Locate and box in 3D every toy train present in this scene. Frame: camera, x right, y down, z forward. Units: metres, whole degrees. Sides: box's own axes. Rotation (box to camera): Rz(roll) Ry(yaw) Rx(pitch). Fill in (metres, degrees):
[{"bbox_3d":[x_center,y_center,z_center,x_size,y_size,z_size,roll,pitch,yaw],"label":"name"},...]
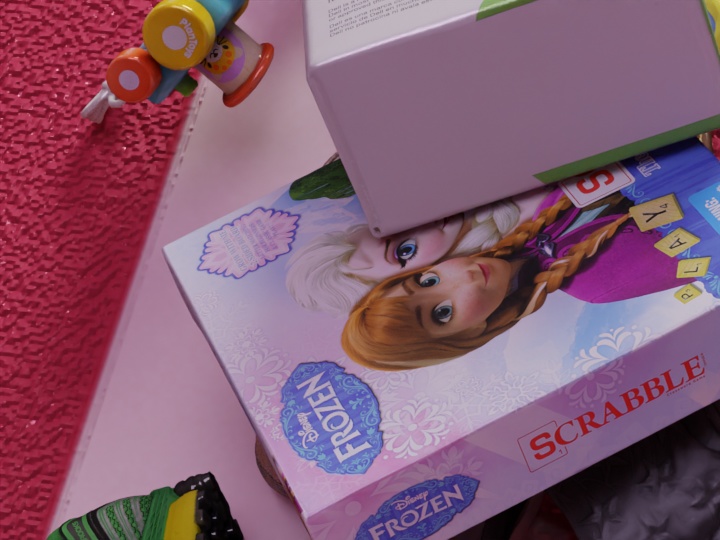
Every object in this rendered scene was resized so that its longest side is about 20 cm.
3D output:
[{"bbox_3d":[-0.041,-0.135,1.196,0.056,0.150,0.200,39,78,-4],"label":"toy train"}]

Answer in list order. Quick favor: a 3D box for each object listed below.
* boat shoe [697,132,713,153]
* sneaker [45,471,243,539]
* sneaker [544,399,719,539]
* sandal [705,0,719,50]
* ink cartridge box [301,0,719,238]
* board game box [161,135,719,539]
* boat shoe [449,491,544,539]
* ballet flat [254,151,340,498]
[{"bbox_3d":[0.137,0.014,1.073,0.067,0.072,0.200,1,64,8],"label":"boat shoe"},{"bbox_3d":[-0.085,0.175,1.024,0.085,0.078,0.200,-15,46,12],"label":"sneaker"},{"bbox_3d":[0.127,0.111,0.986,0.104,0.060,0.200,-26,84,4],"label":"sneaker"},{"bbox_3d":[0.078,-0.124,1.175,0.200,0.080,0.087,30,72,37],"label":"sandal"},{"bbox_3d":[0.055,-0.118,1.042,0.145,0.084,0.200,-18,33,10],"label":"ink cartridge box"},{"bbox_3d":[0.044,0.007,0.990,0.199,0.041,0.200,-27,34,-5],"label":"board game box"},{"bbox_3d":[0.018,0.128,1.029,0.074,0.060,0.200,19,64,23],"label":"boat shoe"},{"bbox_3d":[0.000,0.000,1.112,0.068,0.067,0.200,4,58,15],"label":"ballet flat"}]
